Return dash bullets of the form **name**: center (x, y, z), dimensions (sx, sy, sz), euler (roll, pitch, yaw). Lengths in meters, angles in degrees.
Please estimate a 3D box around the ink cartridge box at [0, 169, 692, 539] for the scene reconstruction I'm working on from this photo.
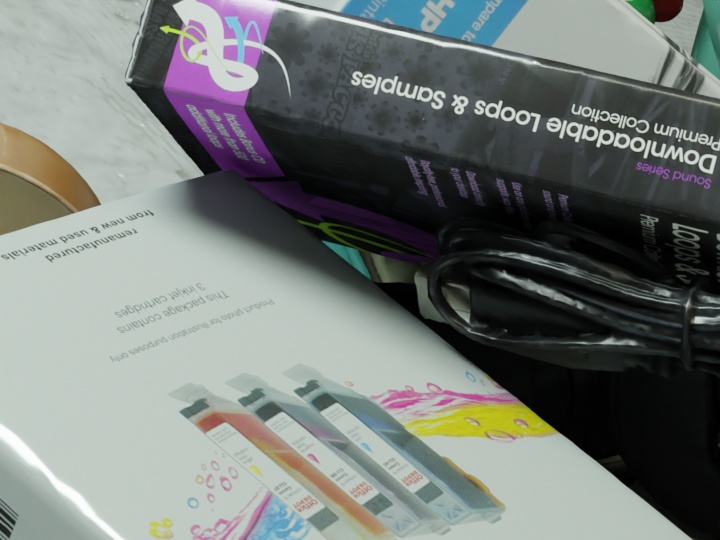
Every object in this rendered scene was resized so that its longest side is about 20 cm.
- **ink cartridge box**: center (-0.030, 0.099, 0.559), dimensions (0.200, 0.146, 0.144), euler (39, 34, 25)

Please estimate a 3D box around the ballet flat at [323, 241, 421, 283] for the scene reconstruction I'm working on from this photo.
- **ballet flat**: center (0.000, 0.000, 0.816), dimensions (0.069, 0.070, 0.200), euler (12, 35, -17)

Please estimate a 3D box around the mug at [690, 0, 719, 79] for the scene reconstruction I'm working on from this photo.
- **mug**: center (0.204, -0.085, 0.978), dimensions (0.184, 0.115, 0.152), euler (19, -8, -12)

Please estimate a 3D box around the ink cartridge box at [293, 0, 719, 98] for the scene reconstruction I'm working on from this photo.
- **ink cartridge box**: center (0.073, -0.047, 0.769), dimensions (0.200, 0.086, 0.146), euler (39, 4, -11)

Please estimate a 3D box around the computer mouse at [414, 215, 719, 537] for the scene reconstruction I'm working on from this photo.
- **computer mouse**: center (0.102, 0.044, 0.623), dimensions (0.138, 0.053, 0.200), euler (12, -11, 24)

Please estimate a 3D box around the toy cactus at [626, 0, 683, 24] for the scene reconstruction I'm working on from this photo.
- **toy cactus**: center (0.057, -0.086, 0.933), dimensions (0.199, 0.102, 0.166), euler (-16, 81, -18)

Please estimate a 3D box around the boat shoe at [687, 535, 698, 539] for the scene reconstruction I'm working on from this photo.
- **boat shoe**: center (0.122, 0.133, 0.683), dimensions (0.199, 0.071, 0.063), euler (26, 71, 4)

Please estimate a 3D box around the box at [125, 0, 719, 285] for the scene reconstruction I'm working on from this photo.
- **box**: center (0.050, -0.021, 0.610), dimensions (0.199, 0.036, 0.143), euler (13, -11, 13)

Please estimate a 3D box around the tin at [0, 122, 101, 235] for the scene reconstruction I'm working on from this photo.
- **tin**: center (-0.166, -0.004, 0.659), dimensions (0.199, 0.112, 0.042), euler (14, 32, -15)

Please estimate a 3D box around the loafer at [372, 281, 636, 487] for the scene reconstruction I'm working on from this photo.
- **loafer**: center (0.049, 0.035, 0.700), dimensions (0.200, 0.070, 0.068), euler (23, 48, -61)
